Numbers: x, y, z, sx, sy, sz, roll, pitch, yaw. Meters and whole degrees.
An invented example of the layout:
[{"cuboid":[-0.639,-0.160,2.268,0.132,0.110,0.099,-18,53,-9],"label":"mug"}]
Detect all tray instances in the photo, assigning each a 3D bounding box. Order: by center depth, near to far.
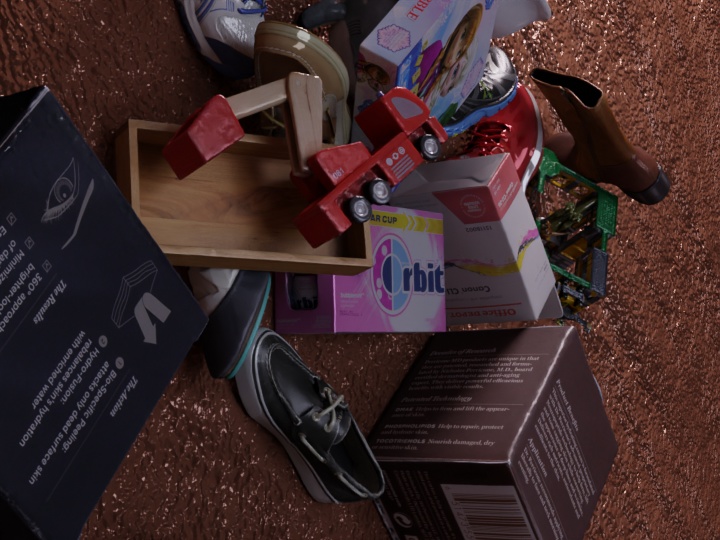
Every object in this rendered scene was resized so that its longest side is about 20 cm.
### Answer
[{"cuboid":[-0.087,-0.052,0.973,0.199,0.037,0.099,4,73,-32],"label":"tray"}]

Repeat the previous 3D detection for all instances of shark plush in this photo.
[{"cuboid":[0.036,-0.243,1.170,0.200,0.083,0.091,-48,136,-15],"label":"shark plush"}]

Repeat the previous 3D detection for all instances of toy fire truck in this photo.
[{"cuboid":[-0.036,-0.098,0.967,0.200,0.049,0.141,-43,100,-33],"label":"toy fire truck"}]

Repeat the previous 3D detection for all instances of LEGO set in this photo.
[{"cuboid":[0.209,-0.028,1.471,0.153,0.116,0.201,18,57,-24],"label":"LEGO set"}]

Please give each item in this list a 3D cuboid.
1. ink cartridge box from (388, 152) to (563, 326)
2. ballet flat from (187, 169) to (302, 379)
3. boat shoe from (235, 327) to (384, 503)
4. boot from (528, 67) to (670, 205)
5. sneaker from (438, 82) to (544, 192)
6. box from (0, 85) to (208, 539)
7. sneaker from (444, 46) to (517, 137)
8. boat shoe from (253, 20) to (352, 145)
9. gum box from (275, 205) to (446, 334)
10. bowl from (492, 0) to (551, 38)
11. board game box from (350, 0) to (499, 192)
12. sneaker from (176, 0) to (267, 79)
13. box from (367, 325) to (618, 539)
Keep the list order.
[{"cuboid":[0.121,-0.012,1.294,0.068,0.116,0.201,-55,130,-45],"label":"ink cartridge box"},{"cuboid":[-0.098,-0.013,1.015,0.073,0.073,0.201,47,55,-44],"label":"ballet flat"},{"cuboid":[-0.038,0.122,1.084,0.200,0.063,0.071,59,42,-35],"label":"boat shoe"},{"cuboid":[0.241,-0.159,1.457,0.069,0.188,0.200,-51,132,1],"label":"boot"},{"cuboid":[0.137,-0.127,1.371,0.115,0.078,0.201,30,60,-53],"label":"sneaker"},{"cuboid":[-0.220,0.034,0.767,0.200,0.117,0.197,59,41,-33],"label":"box"},{"cuboid":[0.106,-0.199,1.335,0.199,0.070,0.083,-38,124,-49],"label":"sneaker"},{"cuboid":[-0.049,-0.130,1.051,0.200,0.074,0.067,63,43,-64],"label":"boat shoe"},{"cuboid":[0.000,0.000,1.153,0.200,0.066,0.114,3,84,-56],"label":"gum box"},{"cuboid":[0.093,-0.300,1.273,0.201,0.090,0.201,50,6,-7],"label":"bowl"},{"cuboid":[0.061,-0.187,1.146,0.200,0.041,0.200,-53,164,-28],"label":"board game box"},{"cuboid":[-0.098,-0.254,1.014,0.075,0.088,0.201,-32,114,-56],"label":"sneaker"},{"cuboid":[0.130,0.180,1.243,0.200,0.164,0.166,-54,129,-45],"label":"box"}]
